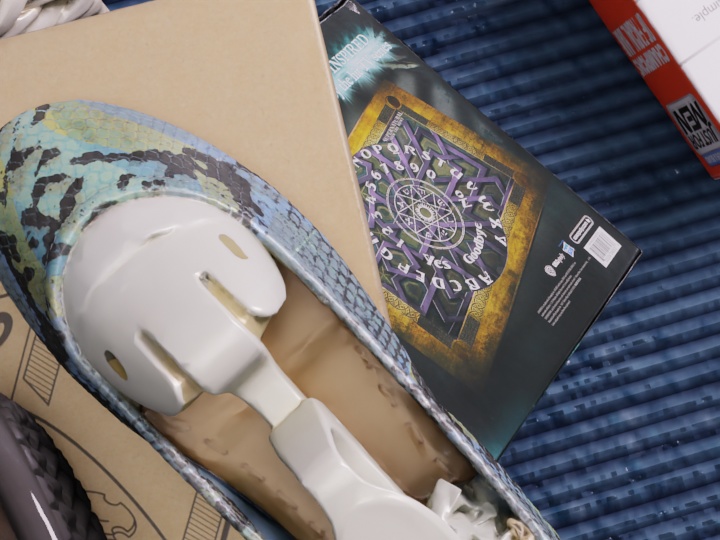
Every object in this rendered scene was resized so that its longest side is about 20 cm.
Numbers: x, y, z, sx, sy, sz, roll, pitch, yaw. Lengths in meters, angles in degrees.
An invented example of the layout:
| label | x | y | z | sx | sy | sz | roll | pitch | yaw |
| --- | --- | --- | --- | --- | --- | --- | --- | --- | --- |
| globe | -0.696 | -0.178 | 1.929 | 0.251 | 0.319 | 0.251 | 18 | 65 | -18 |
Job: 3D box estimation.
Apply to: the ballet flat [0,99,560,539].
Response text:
| label | x | y | z | sx | sy | sz | roll | pitch | yaw |
| --- | --- | --- | --- | --- | --- | --- | --- | --- | --- |
| ballet flat | -0.017 | 0.032 | 0.576 | 0.200 | 0.074 | 0.074 | 43 | 87 | -1 |

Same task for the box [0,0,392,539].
| label | x | y | z | sx | sy | sz | roll | pitch | yaw |
| --- | --- | --- | --- | --- | --- | --- | --- | --- | --- |
| box | -0.070 | 0.036 | 0.621 | 0.163 | 0.021 | 0.200 | -14 | 91 | 1 |

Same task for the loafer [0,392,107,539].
| label | x | y | z | sx | sy | sz | roll | pitch | yaw |
| --- | --- | --- | --- | --- | --- | --- | --- | --- | --- |
| loafer | -0.085 | 0.128 | 0.573 | 0.071 | 0.073 | 0.200 | -14 | 91 | -1 |

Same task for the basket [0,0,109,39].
| label | x | y | z | sx | sy | sz | roll | pitch | yaw |
| --- | --- | --- | --- | --- | --- | --- | --- | --- | --- |
| basket | -0.188 | -0.077 | 0.717 | 0.200 | 0.123 | 0.136 | -40 | 63 | -2 |

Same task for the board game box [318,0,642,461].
| label | x | y | z | sx | sy | sz | roll | pitch | yaw |
| --- | --- | --- | --- | --- | --- | --- | --- | --- | --- |
| board game box | 0.000 | 0.000 | 0.720 | 0.135 | 0.200 | 0.028 | 42 | 126 | 1 |

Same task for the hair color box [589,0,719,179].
| label | x | y | z | sx | sy | sz | roll | pitch | yaw |
| --- | --- | --- | --- | --- | --- | --- | --- | --- | --- |
| hair color box | 0.110 | -0.143 | 0.784 | 0.111 | 0.064 | 0.200 | -34 | 90 | -4 |
